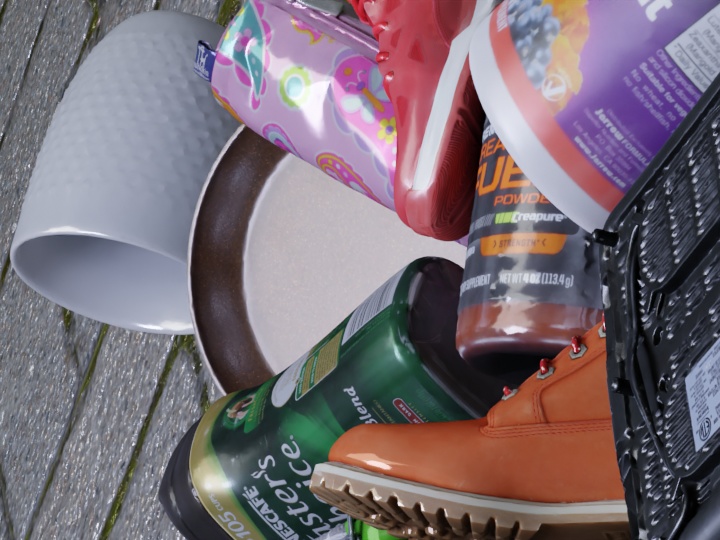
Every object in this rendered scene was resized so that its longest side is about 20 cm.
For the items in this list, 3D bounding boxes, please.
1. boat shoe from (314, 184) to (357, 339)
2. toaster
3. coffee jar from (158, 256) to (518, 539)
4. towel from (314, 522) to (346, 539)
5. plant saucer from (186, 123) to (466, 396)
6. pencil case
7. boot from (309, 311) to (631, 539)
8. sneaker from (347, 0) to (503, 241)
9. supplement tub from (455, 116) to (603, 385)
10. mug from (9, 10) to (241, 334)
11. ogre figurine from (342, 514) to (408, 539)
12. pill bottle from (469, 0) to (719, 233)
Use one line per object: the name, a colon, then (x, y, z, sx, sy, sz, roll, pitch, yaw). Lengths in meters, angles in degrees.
boat shoe: (0.018, -0.031, 1.518, 0.071, 0.072, 0.201, -2, -85, -78)
toaster: (0.166, 0.021, 1.001, 0.200, 0.118, 0.182, 124, 152, -44)
coffee jar: (-0.005, 0.082, 1.372, 0.200, 0.104, 0.086, -36, 20, 38)
towel: (-0.028, 0.236, 1.360, 0.200, 0.085, 0.166, -52, 26, 44)
plant saucer: (0.000, 0.000, 1.457, 0.199, 0.034, 0.202, 0, 89, 34)
pencil case: (0.017, -0.078, 1.378, 0.200, 0.087, 0.088, 32, 112, 29)
boot: (0.080, 0.064, 1.127, 0.075, 0.199, 0.108, 59, -145, -69)
sneaker: (0.020, -0.107, 1.305, 0.078, 0.115, 0.201, 57, -136, -53)
supplement tub: (0.104, -0.051, 1.232, 0.107, 0.106, 0.201, 156, 124, -65)
mug: (-0.129, -0.058, 1.841, 0.200, 0.147, 0.176, 76, -155, -64)
ogre figurine: (0.080, 0.132, 1.198, 0.098, 0.199, 0.121, 39, -138, -63)
pill bottle: (0.147, -0.109, 1.089, 0.200, 0.111, 0.112, -39, 37, 25)
